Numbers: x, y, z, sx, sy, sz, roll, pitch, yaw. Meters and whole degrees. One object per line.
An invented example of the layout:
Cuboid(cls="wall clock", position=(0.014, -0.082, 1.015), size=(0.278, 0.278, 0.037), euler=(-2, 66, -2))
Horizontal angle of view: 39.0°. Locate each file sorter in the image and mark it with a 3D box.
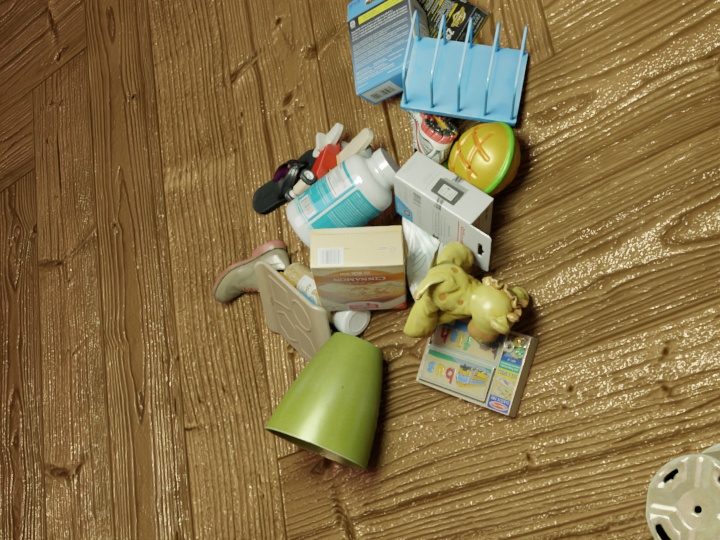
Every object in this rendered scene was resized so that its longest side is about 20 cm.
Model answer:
Cuboid(cls="file sorter", position=(0.175, -0.343, 1.704), size=(0.199, 0.123, 0.139), euler=(10, 74, 8))

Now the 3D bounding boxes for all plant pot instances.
Cuboid(cls="plant pot", position=(0.462, 0.308, 1.300), size=(0.200, 0.183, 0.201), euler=(-13, 69, 37))
Cuboid(cls="plant pot", position=(-0.041, 0.217, 1.767), size=(0.187, 0.187, 0.201), euler=(9, 71, 42))

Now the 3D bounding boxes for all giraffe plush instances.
Cuboid(cls="giraffe plush", position=(0.180, 0.048, 1.627), size=(0.162, 0.200, 0.173), euler=(27, 65, 11))

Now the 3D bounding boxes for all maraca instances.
Cuboid(cls="maraca", position=(0.196, -0.180, 1.725), size=(0.200, 0.107, 0.138), euler=(-17, 55, 58))

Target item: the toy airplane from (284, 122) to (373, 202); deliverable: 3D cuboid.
Cuboid(cls="toy airplane", position=(-0.045, -0.178, 1.925), size=(0.199, 0.141, 0.200), euler=(-58, 12, -1))

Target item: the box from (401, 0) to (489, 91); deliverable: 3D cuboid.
Cuboid(cls="box", position=(0.124, -0.422, 1.890), size=(0.160, 0.049, 0.200), euler=(40, 104, 38))

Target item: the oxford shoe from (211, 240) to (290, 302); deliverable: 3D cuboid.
Cuboid(cls="oxford shoe", position=(-0.222, 0.019, 2.047), size=(0.200, 0.070, 0.075), euler=(-37, 62, 28))

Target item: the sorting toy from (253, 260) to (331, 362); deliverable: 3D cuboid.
Cuboid(cls="sorting toy", position=(-0.115, 0.089, 1.893), size=(0.036, 0.186, 0.200), euler=(-33, 46, -25))

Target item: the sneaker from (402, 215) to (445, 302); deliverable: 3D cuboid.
Cuboid(cls="sneaker", position=(0.121, -0.021, 1.764), size=(0.080, 0.070, 0.201), euler=(-8, 78, 17))

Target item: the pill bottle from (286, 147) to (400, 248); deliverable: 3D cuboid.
Cuboid(cls="pill bottle", position=(-0.022, -0.125, 1.755), size=(0.200, 0.111, 0.111), euler=(-35, 57, 15))

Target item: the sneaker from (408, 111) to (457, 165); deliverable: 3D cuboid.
Cuboid(cls="sneaker", position=(0.116, -0.238, 1.785), size=(0.200, 0.078, 0.082), euler=(-93, 18, -66))

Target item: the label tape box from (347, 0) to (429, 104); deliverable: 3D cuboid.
Cuboid(cls="label tape box", position=(0.054, -0.428, 1.877), size=(0.143, 0.066, 0.201), euler=(-21, 63, 33))

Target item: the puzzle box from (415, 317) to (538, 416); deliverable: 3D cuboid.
Cuboid(cls="puzzle box", position=(0.189, 0.150, 1.685), size=(0.200, 0.025, 0.134), euler=(15, 88, 42))

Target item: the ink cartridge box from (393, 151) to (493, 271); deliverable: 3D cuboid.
Cuboid(cls="ink cartridge box", position=(0.154, -0.098, 1.698), size=(0.200, 0.116, 0.067), euler=(35, 68, 20))

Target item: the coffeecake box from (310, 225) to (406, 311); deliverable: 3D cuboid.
Cuboid(cls="coffeecake box", position=(0.000, 0.000, 1.738), size=(0.153, 0.200, 0.073), euler=(-3, 67, 3))

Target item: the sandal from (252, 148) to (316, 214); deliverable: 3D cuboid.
Cuboid(cls="sandal", position=(-0.154, -0.178, 2.057), size=(0.200, 0.048, 0.076), euler=(-35, 57, 29))

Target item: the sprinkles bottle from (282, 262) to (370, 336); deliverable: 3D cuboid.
Cuboid(cls="sprinkles bottle", position=(-0.068, 0.052, 1.905), size=(0.200, 0.068, 0.068), euler=(32, 99, 42))
